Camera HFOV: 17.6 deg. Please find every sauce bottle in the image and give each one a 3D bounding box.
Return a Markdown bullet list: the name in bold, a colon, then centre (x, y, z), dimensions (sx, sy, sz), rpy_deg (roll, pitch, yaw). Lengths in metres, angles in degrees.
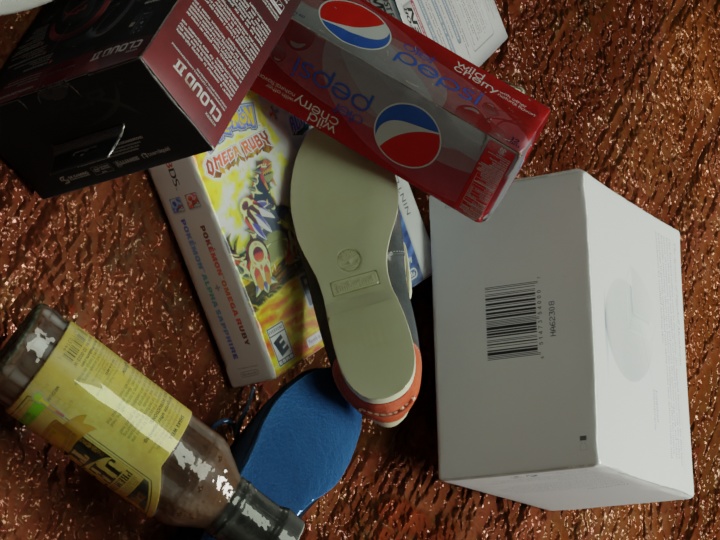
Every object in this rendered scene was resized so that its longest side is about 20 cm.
- **sauce bottle**: centre (-0.120, 0.101, 1.326), dimensions (0.200, 0.065, 0.065), rpy_deg (37, 50, -8)

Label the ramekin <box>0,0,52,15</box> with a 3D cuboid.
- **ramekin**: centre (-0.212, -0.248, 1.259), dimensions (0.200, 0.200, 0.098), rpy_deg (45, 11, -33)

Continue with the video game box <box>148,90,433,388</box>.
- **video game box**: centre (-0.044, -0.047, 1.522), dimensions (0.200, 0.047, 0.183), rpy_deg (-33, 103, -49)

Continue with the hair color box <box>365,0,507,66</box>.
- **hair color box**: centre (0.036, -0.172, 1.593), dimensions (0.100, 0.060, 0.200), rpy_deg (67, 22, -11)

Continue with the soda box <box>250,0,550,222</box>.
- **soda box**: centre (0.015, -0.114, 1.468), dimensions (0.199, 0.064, 0.070), rpy_deg (31, 36, 4)

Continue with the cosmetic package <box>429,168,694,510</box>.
- **cosmetic package**: centre (0.142, 0.055, 1.625), dimensions (0.200, 0.122, 0.201), rpy_deg (23, 62, -60)

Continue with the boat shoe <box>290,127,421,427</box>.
- **boat shoe**: centre (0.000, 0.000, 1.476), dimensions (0.063, 0.071, 0.201), rpy_deg (71, 6, -67)

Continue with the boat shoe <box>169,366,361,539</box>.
- **boat shoe**: centre (-0.072, 0.128, 1.428), dimensions (0.200, 0.068, 0.084), rpy_deg (-46, 110, -44)

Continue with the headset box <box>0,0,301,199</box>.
- **headset box**: centre (-0.126, -0.133, 1.365), dimensions (0.075, 0.148, 0.201), rpy_deg (51, 45, -28)

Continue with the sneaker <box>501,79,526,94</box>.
- **sneaker**: centre (0.095, -0.101, 1.653), dimensions (0.200, 0.075, 0.071), rpy_deg (-25, 104, -63)
